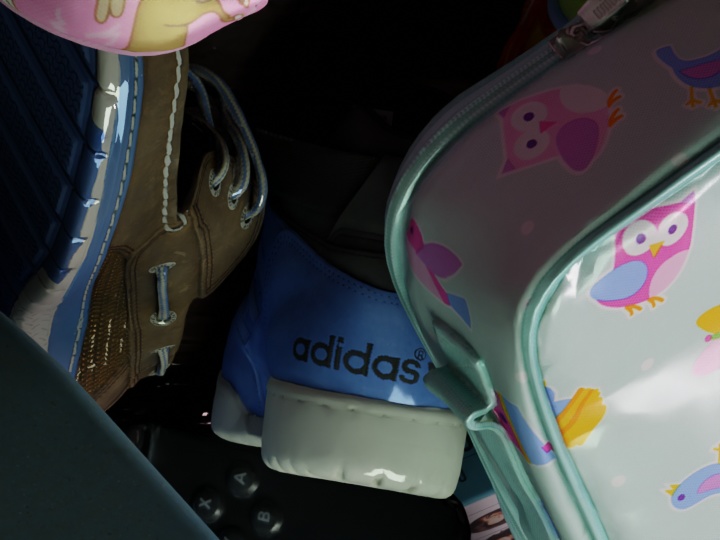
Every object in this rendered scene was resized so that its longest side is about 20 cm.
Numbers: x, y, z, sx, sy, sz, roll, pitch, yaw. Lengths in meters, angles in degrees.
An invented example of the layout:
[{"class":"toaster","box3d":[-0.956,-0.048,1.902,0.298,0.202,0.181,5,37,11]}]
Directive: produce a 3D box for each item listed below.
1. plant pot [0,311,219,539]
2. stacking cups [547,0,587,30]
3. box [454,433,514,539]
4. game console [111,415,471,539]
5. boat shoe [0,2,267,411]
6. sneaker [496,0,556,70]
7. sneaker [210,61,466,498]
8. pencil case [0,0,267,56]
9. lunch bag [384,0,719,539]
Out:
[{"class":"plant pot","box3d":[-0.132,0.085,0.714,0.141,0.200,0.142,-28,153,-27]},{"class":"stacking cups","box3d":[0.076,-0.049,0.758,0.060,0.061,0.201,-14,126,-22]},{"class":"box","box3d":[0.032,0.076,0.996,0.199,0.049,0.082,-22,151,-9]},{"class":"game console","box3d":[-0.076,0.148,0.849,0.119,0.171,0.201,1,100,-70]},{"class":"boat shoe","box3d":[-0.066,-0.024,0.754,0.072,0.073,0.200,-18,159,-23]},{"class":"sneaker","box3d":[0.071,-0.040,0.846,0.073,0.077,0.201,15,128,0]},{"class":"sneaker","box3d":[0.001,0.000,0.829,0.076,0.112,0.200,10,179,-3]},{"class":"pencil case","box3d":[-0.038,-0.135,0.582,0.086,0.083,0.201,-14,147,-21]},{"class":"lunch bag","box3d":[0.093,0.008,0.726,0.160,0.077,0.200,-33,136,-7]}]
